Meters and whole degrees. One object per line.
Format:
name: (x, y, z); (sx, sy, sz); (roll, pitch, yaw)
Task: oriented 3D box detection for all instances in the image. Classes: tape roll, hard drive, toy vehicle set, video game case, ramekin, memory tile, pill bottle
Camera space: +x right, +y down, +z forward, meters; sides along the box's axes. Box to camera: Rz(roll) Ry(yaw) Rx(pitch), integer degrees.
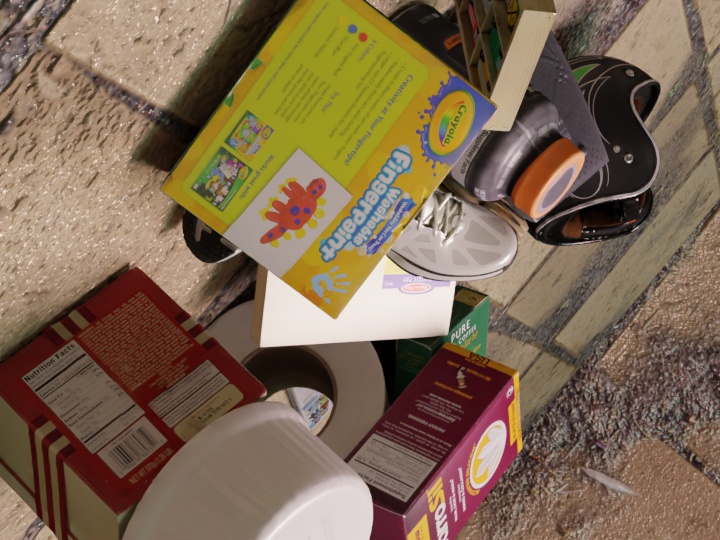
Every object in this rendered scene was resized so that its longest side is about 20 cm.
tape roll: (-0.070, 0.142, 1.406); (0.203, 0.202, 0.139); (-45, 162, -12)
hard drive: (0.150, -0.160, 1.376); (0.135, 0.201, 0.042); (-38, -163, -32)
toy vehicle set: (0.109, -0.226, 1.147); (0.026, 0.201, 0.125); (4, 140, -12)
video game case: (-0.010, 0.093, 1.745); (0.200, 0.022, 0.183); (-46, 162, -14)
ramekin: (-0.081, 0.211, 1.107); (0.200, 0.097, 0.202); (-37, 144, -32)
memory tile: (0.099, -0.084, 1.370); (0.017, 0.153, 0.200); (-48, 180, 13)
pill bottle: (0.099, -0.133, 1.252); (0.106, 0.200, 0.106); (-43, 162, -18)

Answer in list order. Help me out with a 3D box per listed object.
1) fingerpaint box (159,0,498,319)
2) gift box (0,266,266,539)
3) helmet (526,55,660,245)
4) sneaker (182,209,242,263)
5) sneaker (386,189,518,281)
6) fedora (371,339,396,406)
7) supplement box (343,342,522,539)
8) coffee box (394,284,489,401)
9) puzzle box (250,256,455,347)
fingerpaint box: (-0.024, -0.096, 1.077); (0.201, 0.166, 0.073); (-53, -171, 9)
gift box: (-0.185, 0.150, 1.166); (0.184, 0.200, 0.187); (-34, 159, -27)
helmet: (0.248, -0.142, 1.613); (0.198, 0.192, 0.200); (-11, 162, -3)
sneaker: (-0.067, -0.086, 1.163); (0.200, 0.074, 0.080); (-52, 164, 9)
sneaker: (0.045, -0.049, 1.208); (0.115, 0.199, 0.076); (121, -15, -75)
fedora: (0.050, 0.056, 1.535); (0.091, 0.202, 0.201); (-6, 147, -13)
supplement box: (0.064, 0.178, 1.332); (0.200, 0.085, 0.111); (-46, 143, -35)
coffee box: (0.081, 0.128, 1.463); (0.123, 0.044, 0.202); (-38, 138, -45)
puzzle box: (0.000, 0.000, 1.319); (0.198, 0.025, 0.134); (-2, 110, -27)
